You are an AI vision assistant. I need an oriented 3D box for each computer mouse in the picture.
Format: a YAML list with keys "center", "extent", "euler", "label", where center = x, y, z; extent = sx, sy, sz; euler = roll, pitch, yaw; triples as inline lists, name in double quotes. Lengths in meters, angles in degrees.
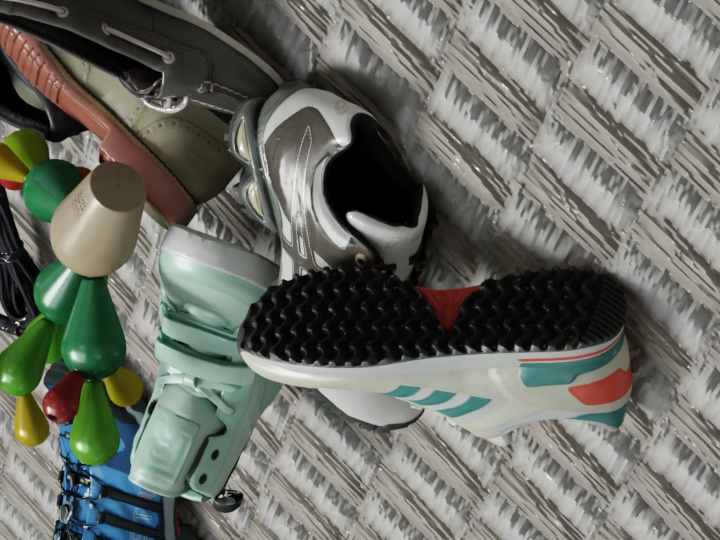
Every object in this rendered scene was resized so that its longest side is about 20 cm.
- center: [-0.266, -0.033, 1.864]
  extent: [0.199, 0.046, 0.141]
  euler: [15, 138, 38]
  label: "computer mouse"

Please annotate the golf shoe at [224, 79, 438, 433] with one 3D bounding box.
- center: [0.000, 0.000, 1.510]
  extent: [0.094, 0.078, 0.201]
  euler: [7, 128, 49]
  label: "golf shoe"

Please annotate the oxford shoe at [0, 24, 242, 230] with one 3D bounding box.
- center: [-0.138, -0.116, 1.582]
  extent: [0.200, 0.074, 0.071]
  euler: [50, 171, -7]
  label: "oxford shoe"

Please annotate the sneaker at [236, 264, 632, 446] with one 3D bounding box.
- center: [0.039, 0.052, 1.463]
  extent: [0.198, 0.071, 0.094]
  euler: [-2, 133, 15]
  label: "sneaker"

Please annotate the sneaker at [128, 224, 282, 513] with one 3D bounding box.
- center: [-0.084, 0.059, 1.590]
  extent: [0.073, 0.119, 0.201]
  euler: [21, 159, 15]
  label: "sneaker"

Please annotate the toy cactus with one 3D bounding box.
- center: [-0.158, -0.005, 1.558]
  extent: [0.165, 0.102, 0.201]
  euler: [124, 146, -52]
  label: "toy cactus"

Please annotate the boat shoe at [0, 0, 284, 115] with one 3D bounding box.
- center: [-0.128, -0.115, 1.497]
  extent: [0.199, 0.057, 0.067]
  euler: [31, 163, -28]
  label: "boat shoe"

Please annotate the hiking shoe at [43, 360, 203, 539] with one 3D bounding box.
- center: [-0.157, 0.147, 1.853]
  extent: [0.074, 0.087, 0.201]
  euler: [10, 129, 48]
  label: "hiking shoe"

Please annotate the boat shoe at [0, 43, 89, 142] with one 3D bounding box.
- center: [-0.212, -0.118, 1.677]
  extent: [0.199, 0.066, 0.075]
  euler: [30, 144, 33]
  label: "boat shoe"
